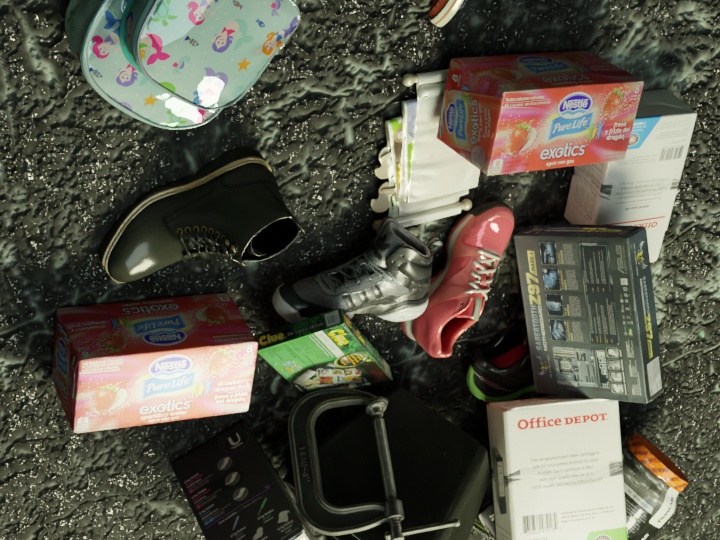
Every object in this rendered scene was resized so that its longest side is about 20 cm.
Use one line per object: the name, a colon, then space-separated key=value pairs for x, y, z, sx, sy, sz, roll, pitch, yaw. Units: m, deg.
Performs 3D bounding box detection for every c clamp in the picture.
c clamp: x=0.005 y=0.217 z=1.589 sx=0.169 sy=0.202 sz=0.027 roll=-15 pitch=152 yaw=-2

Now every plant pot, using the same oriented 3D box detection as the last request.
plant pot: x=0.049 y=0.258 z=1.677 sx=0.178 sy=0.199 sz=0.200 roll=-52 pitch=161 yaw=-14

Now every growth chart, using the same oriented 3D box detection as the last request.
growth chart: x=0.081 y=-0.135 z=1.559 sx=0.143 sy=0.018 sz=0.202 roll=-6 pitch=124 yaw=-25

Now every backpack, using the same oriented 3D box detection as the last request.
backpack: x=-0.164 y=-0.229 z=1.282 sx=0.177 sy=0.151 sz=0.200 roll=30 pitch=109 yaw=-41

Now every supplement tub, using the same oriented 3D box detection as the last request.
supplement tub: x=0.339 y=0.324 z=1.898 sx=0.122 sy=0.123 sz=0.200 roll=32 pitch=103 yaw=-40

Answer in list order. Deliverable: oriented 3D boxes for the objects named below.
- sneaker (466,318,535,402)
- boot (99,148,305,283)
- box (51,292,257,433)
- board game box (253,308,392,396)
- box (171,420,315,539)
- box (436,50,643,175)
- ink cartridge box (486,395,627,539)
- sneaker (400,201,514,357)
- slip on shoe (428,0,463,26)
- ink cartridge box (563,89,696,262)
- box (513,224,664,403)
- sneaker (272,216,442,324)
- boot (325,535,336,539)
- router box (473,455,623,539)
sneaker: x=0.225 y=0.100 z=1.761 sx=0.198 sy=0.077 sz=0.084 roll=-22 pitch=134 yaw=-15
boot: x=-0.161 y=-0.031 z=1.417 sx=0.199 sy=0.139 sz=0.078 roll=-37 pitch=131 yaw=0
box: x=-0.219 y=0.095 z=1.498 sx=0.198 sy=0.100 sz=0.096 roll=-4 pitch=124 yaw=-25
board game box: x=-0.038 y=0.100 z=1.584 sx=0.104 sy=0.024 sz=0.200 roll=-15 pitch=154 yaw=10
box: x=-0.121 y=0.293 z=1.619 sx=0.105 sy=0.200 sz=0.123 roll=-31 pitch=131 yaw=-6
box: x=0.193 y=-0.173 z=1.524 sx=0.198 sy=0.103 sz=0.096 roll=-8 pitch=121 yaw=-32
ink cartridge box: x=0.236 y=0.254 z=1.695 sx=0.143 sy=0.084 sz=0.203 roll=-4 pitch=92 yaw=-11
sneaker: x=0.128 y=0.017 z=1.642 sx=0.073 sy=0.087 sz=0.201 roll=18 pitch=113 yaw=-37
slip on shoe: x=0.102 y=-0.339 z=1.407 sx=0.061 sy=0.074 sz=0.202 roll=19 pitch=123 yaw=1
ink cartridge box: x=0.313 y=-0.106 z=1.673 sx=0.115 sy=0.068 sz=0.202 roll=-7 pitch=124 yaw=-24
box: x=0.267 y=0.049 z=1.654 sx=0.051 sy=0.156 sz=0.203 roll=-24 pitch=109 yaw=-47
sneaker: x=0.000 y=0.000 z=1.563 sx=0.198 sy=0.076 sz=0.115 roll=-4 pitch=131 yaw=-32
boot: x=0.011 y=0.414 z=1.868 sx=0.199 sy=0.070 sz=0.132 roll=23 pitch=114 yaw=-33
router box: x=0.222 y=0.266 z=1.812 sx=0.199 sy=0.150 sz=0.062 roll=-37 pitch=97 yaw=-8
